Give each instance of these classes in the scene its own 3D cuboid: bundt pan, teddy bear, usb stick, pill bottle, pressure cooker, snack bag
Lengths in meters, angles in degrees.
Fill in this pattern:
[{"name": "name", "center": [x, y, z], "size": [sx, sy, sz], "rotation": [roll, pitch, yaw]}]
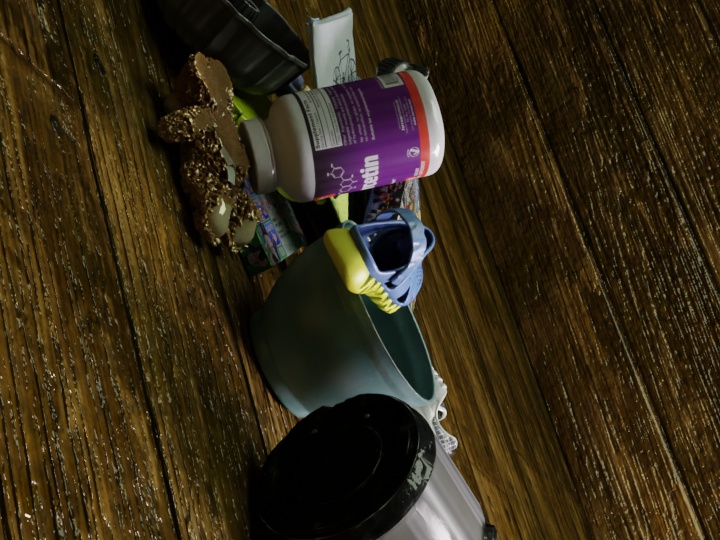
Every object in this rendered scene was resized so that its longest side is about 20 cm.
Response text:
[{"name": "bundt pan", "center": [-0.147, -0.270, 1.634], "size": [0.202, 0.076, 0.202], "rotation": [42, 14, -13]}, {"name": "teddy bear", "center": [-0.154, -0.112, 1.473], "size": [0.145, 0.066, 0.201], "rotation": [-19, 90, -65]}, {"name": "usb stick", "center": [0.000, 0.000, 1.694], "size": [0.055, 0.032, 0.202], "rotation": [11, 79, -79]}, {"name": "pill bottle", "center": [-0.020, -0.136, 1.537], "size": [0.112, 0.198, 0.113], "rotation": [167, -90, -78]}, {"name": "pressure cooker", "center": [0.023, 0.231, 1.305], "size": [0.201, 0.178, 0.176], "rotation": [58, 11, -35]}, {"name": "snack bag", "center": [-0.021, -0.198, 1.699], "size": [0.189, 0.021, 0.202], "rotation": [-45, 132, -70]}]

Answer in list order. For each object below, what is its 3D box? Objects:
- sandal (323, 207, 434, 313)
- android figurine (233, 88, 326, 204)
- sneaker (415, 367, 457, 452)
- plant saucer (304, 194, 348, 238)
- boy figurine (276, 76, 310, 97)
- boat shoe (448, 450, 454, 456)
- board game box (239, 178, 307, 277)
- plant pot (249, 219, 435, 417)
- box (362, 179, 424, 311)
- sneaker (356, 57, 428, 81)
[{"name": "sandal", "center": [0.035, -0.013, 1.407], "size": [0.080, 0.087, 0.200], "rotation": [64, 10, 9]}, {"name": "android figurine", "center": [-0.109, -0.151, 1.659], "size": [0.200, 0.041, 0.182], "rotation": [47, 12, -9]}, {"name": "sneaker", "center": [0.056, 0.130, 1.708], "size": [0.077, 0.080, 0.201], "rotation": [89, -8, -56]}, {"name": "plant saucer", "center": [-0.044, -0.116, 1.840], "size": [0.201, 0.048, 0.200], "rotation": [66, -10, -15]}, {"name": "boy figurine", "center": [-0.082, -0.203, 1.948], "size": [0.201, 0.064, 0.124], "rotation": [66, -21, -11]}, {"name": "boat shoe", "center": [0.056, 0.144, 1.787], "size": [0.069, 0.056, 0.201], "rotation": [24, 44, -74]}, {"name": "board game box", "center": [-0.115, -0.073, 1.643], "size": [0.135, 0.029, 0.200], "rotation": [65, 11, -4]}, {"name": "plant pot", "center": [-0.028, 0.068, 1.496], "size": [0.201, 0.133, 0.201], "rotation": [59, 13, -24]}, {"name": "box", "center": [0.038, -0.029, 1.655], "size": [0.201, 0.037, 0.137], "rotation": [83, 17, -50]}, {"name": "sneaker", "center": [0.023, -0.172, 1.692], "size": [0.200, 0.078, 0.091], "rotation": [-43, 151, -56]}]
